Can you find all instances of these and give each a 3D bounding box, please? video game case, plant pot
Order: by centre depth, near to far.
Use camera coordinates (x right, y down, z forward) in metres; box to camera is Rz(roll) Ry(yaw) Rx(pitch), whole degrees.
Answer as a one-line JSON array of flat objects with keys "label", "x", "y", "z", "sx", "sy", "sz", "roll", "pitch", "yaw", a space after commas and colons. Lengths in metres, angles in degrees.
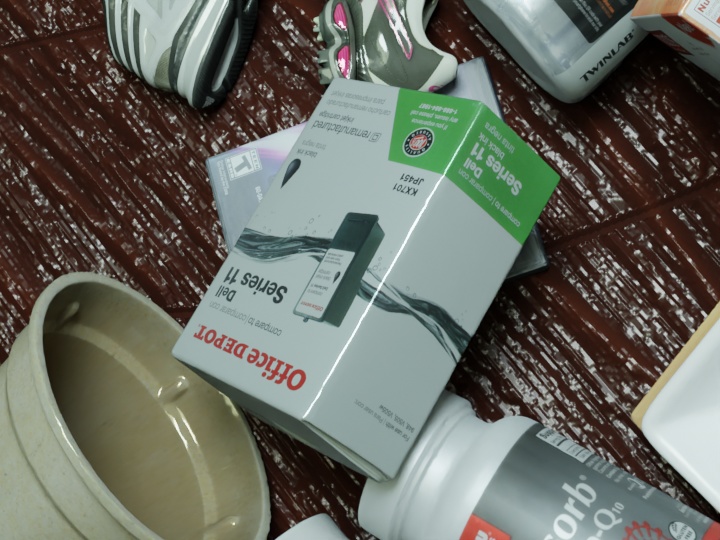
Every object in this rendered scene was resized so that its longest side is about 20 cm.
[{"label": "plant pot", "x": -0.186, "y": 0.136, "z": 0.888, "sx": 0.183, "sy": 0.200, "sz": 0.202, "roll": -36, "pitch": 73, "yaw": 19}, {"label": "video game case", "x": 0.007, "y": -0.038, "z": 0.939, "sx": 0.198, "sy": 0.019, "sz": 0.144, "roll": -19, "pitch": 76, "yaw": 13}]

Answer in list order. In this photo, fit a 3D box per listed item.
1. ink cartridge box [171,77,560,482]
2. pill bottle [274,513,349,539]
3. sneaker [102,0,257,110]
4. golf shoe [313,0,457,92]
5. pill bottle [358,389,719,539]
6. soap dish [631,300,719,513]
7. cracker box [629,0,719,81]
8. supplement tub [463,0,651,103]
[{"label": "ink cartridge box", "x": 0.000, "y": 0.000, "z": 0.837, "sx": 0.146, "sy": 0.083, "sz": 0.201, "roll": 17, "pitch": 74, "yaw": 50}, {"label": "pill bottle", "x": 0.009, "y": 0.245, "z": 0.839, "sx": 0.111, "sy": 0.111, "sz": 0.200, "roll": -41, "pitch": 73, "yaw": 5}, {"label": "sneaker", "x": -0.112, "y": -0.220, "z": 0.975, "sx": 0.114, "sy": 0.076, "sz": 0.202, "roll": 24, "pitch": 90, "yaw": 17}, {"label": "golf shoe", "x": 0.009, "y": -0.199, "z": 0.939, "sx": 0.087, "sy": 0.077, "sz": 0.202, "roll": -10, "pitch": 79, "yaw": 8}, {"label": "pill bottle", "x": 0.105, "y": 0.155, "z": 0.825, "sx": 0.199, "sy": 0.116, "sz": 0.117, "roll": 28, "pitch": 88, "yaw": 19}, {"label": "soap dish", "x": 0.262, "y": 0.061, "z": 0.779, "sx": 0.157, "sy": 0.081, "sz": 0.201, "roll": 44, "pitch": 124, "yaw": 19}, {"label": "cracker box", "x": 0.246, "y": -0.101, "z": 0.765, "sx": 0.199, "sy": 0.134, "sz": 0.058, "roll": 34, "pitch": 98, "yaw": -4}, {"label": "supplement tub", "x": 0.158, "y": -0.209, "z": 0.871, "sx": 0.200, "sy": 0.122, "sz": 0.123, "roll": -43, "pitch": 72, "yaw": 5}]
